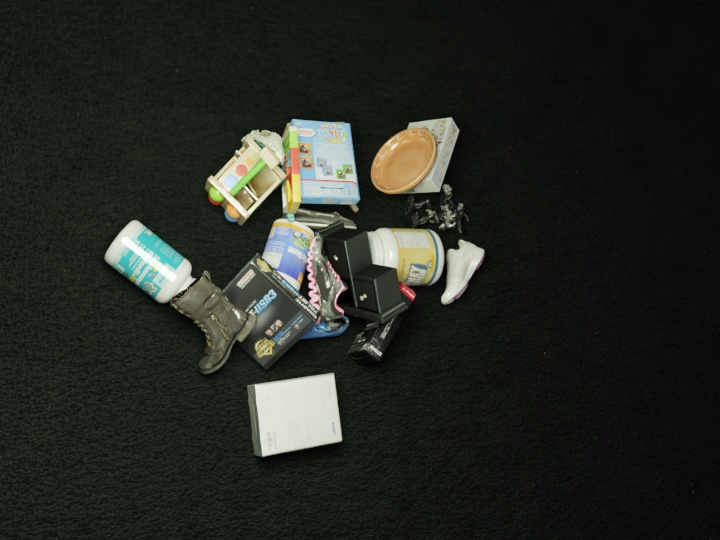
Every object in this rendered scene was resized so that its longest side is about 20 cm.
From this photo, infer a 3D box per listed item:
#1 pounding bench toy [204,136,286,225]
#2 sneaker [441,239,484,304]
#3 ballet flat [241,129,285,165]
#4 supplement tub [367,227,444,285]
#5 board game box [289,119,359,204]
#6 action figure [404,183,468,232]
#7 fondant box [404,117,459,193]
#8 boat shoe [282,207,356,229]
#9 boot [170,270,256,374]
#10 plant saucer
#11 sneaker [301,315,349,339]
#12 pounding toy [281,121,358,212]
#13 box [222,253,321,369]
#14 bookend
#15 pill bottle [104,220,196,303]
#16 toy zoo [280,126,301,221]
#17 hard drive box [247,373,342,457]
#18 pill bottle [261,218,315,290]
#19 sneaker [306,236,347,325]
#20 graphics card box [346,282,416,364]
[{"bbox_3d":[-0.266,-0.202,1.462,0.124,0.200,0.157,44,76,-9],"label":"pounding bench toy"},{"bbox_3d":[0.261,0.004,1.765,0.098,0.075,0.202,32,65,5],"label":"sneaker"},{"bbox_3d":[-0.223,-0.303,1.522,0.070,0.199,0.074,-13,115,-30],"label":"ballet flat"},{"bbox_3d":[0.100,-0.034,1.643,0.195,0.144,0.149,-1,78,-25],"label":"supplement tub"},{"bbox_3d":[-0.086,-0.258,1.524,0.147,0.037,0.206,0,71,-20],"label":"board game box"},{"bbox_3d":[0.225,-0.163,1.758,0.195,0.102,0.122,-6,69,-25],"label":"action figure"},{"bbox_3d":[0.172,-0.309,1.735,0.058,0.142,0.204,39,62,-44],"label":"fondant box"},{"bbox_3d":[-0.101,-0.133,1.613,0.195,0.067,0.059,2,82,-21],"label":"boat shoe"},{"bbox_3d":[-0.338,0.112,1.387,0.173,0.070,0.200,38,104,-23],"label":"boot"},{"bbox_3d":[0.118,-0.284,1.694,0.037,0.196,0.204,41,61,-44],"label":"plant saucer"},{"bbox_3d":[-0.120,0.131,1.539,0.195,0.078,0.068,-4,82,-25],"label":"sneaker"},{"bbox_3d":[-0.091,-0.255,1.622,0.195,0.142,0.189,-6,73,-22],"label":"pounding toy"},{"bbox_3d":[-0.221,0.095,1.438,0.198,0.199,0.050,43,29,-12],"label":"box"},{"bbox_3d":[0.000,0.000,1.516,0.091,0.197,0.204,-26,115,-38],"label":"bookend"},{"bbox_3d":[-0.445,-0.006,1.394,0.199,0.110,0.112,39,65,-12],"label":"pill bottle"},{"bbox_3d":[-0.164,-0.216,1.495,0.020,0.131,0.206,-2,84,-17],"label":"toy zoo"},{"bbox_3d":[-0.151,0.330,1.479,0.195,0.076,0.161,-3,80,-25],"label":"hard drive box"},{"bbox_3d":[-0.184,-0.008,1.519,0.110,0.112,0.205,22,70,-19],"label":"pill bottle"},{"bbox_3d":[-0.076,0.022,1.497,0.092,0.079,0.206,-4,93,5],"label":"sneaker"},{"bbox_3d":[0.051,0.134,1.593,0.051,0.125,0.202,39,64,-13],"label":"graphics card box"}]
